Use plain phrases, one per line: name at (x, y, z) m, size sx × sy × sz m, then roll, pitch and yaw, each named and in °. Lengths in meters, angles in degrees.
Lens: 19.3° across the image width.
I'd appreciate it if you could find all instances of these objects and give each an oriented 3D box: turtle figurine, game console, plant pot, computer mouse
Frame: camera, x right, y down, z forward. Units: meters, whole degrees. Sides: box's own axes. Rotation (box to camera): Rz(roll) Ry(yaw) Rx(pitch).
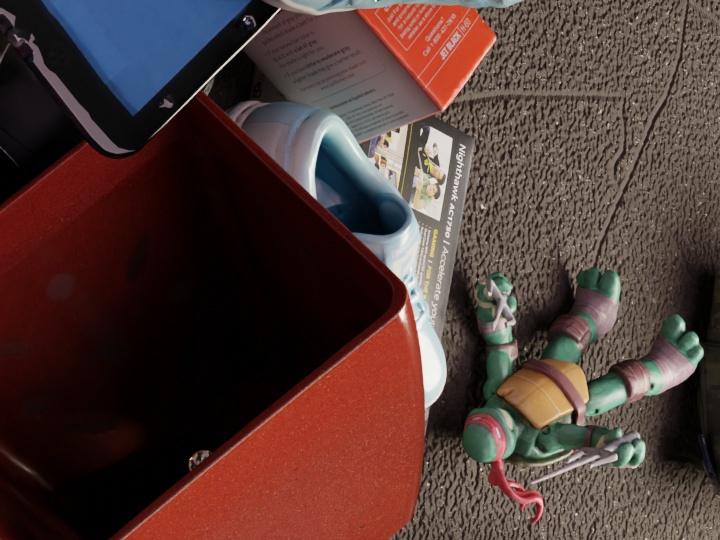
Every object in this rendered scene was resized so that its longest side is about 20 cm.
turtle figurine at (0.119, 0.070, 1.310) m, size 0.150 × 0.101 × 0.199 m, roll 49°, pitch 43°, yaw 12°
game console at (-0.078, -0.181, 0.905) m, size 0.200 × 0.118 × 0.173 m, roll -49°, pitch 170°, yaw -28°
plant pot at (-0.081, 0.069, 0.987) m, size 0.200 × 0.200 × 0.177 m, roll -39°, pitch 140°, yaw -9°
computer mouse at (-0.141, -0.106, 1.040) m, size 0.200 × 0.046 × 0.141 m, roll 40°, pitch 64°, yaw -42°

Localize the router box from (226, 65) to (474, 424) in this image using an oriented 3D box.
router box at (-0.012, -0.002, 1.185) m, size 0.149 × 0.051 × 0.202 m, roll 23°, pitch 73°, yaw -46°

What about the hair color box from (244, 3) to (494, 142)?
hair color box at (-0.036, -0.160, 1.064) m, size 0.200 × 0.101 × 0.061 m, roll 48°, pitch 58°, yaw -19°

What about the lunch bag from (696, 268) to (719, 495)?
lunch bag at (0.333, 0.094, 1.516) m, size 0.199 × 0.138 × 0.170 m, roll 14°, pitch 81°, yaw -47°

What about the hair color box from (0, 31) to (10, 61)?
hair color box at (-0.231, -0.160, 0.899) m, size 0.200 × 0.061 × 0.102 m, roll 39°, pitch 63°, yaw -31°

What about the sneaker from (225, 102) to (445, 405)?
sneaker at (0.000, 0.000, 1.086) m, size 0.074 × 0.081 × 0.201 m, roll -54°, pitch 124°, yaw -28°

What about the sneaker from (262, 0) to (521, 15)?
sneaker at (0.039, -0.155, 0.980) m, size 0.199 × 0.082 × 0.075 m, roll -18°, pitch 117°, yaw -39°
